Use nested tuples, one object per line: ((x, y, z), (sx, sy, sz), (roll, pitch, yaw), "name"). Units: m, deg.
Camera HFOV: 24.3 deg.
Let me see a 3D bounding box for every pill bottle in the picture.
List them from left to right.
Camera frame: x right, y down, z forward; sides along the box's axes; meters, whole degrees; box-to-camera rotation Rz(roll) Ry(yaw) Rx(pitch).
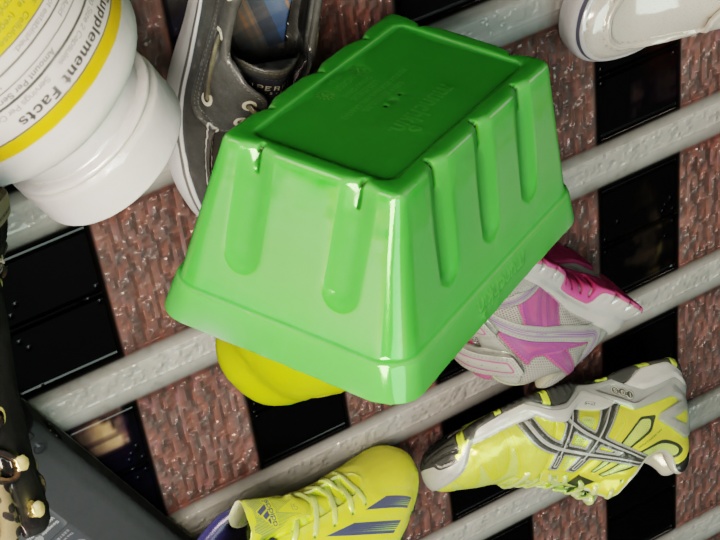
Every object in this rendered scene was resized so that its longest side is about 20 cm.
((-0.162, -0.106, 0.690), (0.111, 0.111, 0.200), (-43, 135, 0), "pill bottle")

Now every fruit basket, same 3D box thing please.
((0.000, 0.000, 0.818), (0.216, 0.154, 0.217), (-49, 150, -42), "fruit basket")

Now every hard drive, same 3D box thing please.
((-0.177, 0.173, 0.933), (0.139, 0.033, 0.200), (-42, 134, -2), "hard drive")

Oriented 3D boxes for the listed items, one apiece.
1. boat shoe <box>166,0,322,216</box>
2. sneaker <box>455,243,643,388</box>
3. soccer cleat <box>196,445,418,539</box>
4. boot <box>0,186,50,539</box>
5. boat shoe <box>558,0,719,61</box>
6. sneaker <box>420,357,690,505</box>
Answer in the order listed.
((-0.053, -0.102, 0.805), (0.068, 0.057, 0.202), (-11, 126, -28), "boat shoe")
((0.080, 0.021, 0.966), (0.199, 0.081, 0.089), (24, 104, -42), "sneaker")
((-0.039, 0.155, 0.970), (0.199, 0.064, 0.084), (-36, 126, -31), "soccer cleat")
((-0.173, 0.046, 0.701), (0.072, 0.200, 0.153), (-14, 95, -20), "boot")
((0.204, -0.168, 0.923), (0.199, 0.070, 0.071), (-29, 133, -15), "boat shoe")
((0.131, 0.112, 1.053), (0.198, 0.077, 0.075), (-14, 171, -24), "sneaker")
